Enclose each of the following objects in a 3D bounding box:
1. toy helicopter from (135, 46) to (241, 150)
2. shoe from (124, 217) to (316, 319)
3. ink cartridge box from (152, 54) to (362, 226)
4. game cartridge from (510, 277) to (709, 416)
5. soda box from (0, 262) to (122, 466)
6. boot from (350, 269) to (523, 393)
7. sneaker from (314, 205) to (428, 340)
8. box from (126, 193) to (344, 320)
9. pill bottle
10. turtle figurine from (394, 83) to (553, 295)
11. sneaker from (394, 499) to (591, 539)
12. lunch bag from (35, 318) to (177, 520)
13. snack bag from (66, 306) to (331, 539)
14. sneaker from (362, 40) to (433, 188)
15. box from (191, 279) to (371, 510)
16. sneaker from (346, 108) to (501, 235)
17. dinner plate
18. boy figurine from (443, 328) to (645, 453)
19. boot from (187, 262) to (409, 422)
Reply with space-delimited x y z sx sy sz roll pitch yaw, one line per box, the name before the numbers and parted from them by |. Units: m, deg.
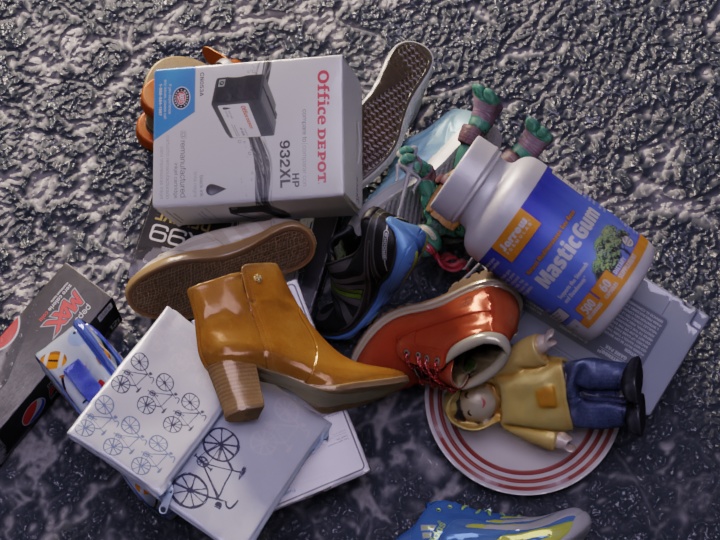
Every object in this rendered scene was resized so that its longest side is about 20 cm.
toy helicopter | -0.140 -0.172 1.682 0.198 0.079 0.133 25 60 1
shoe | -0.140 -0.004 1.558 0.198 0.071 0.053 -18 26 -2
ink cartridge box | -0.102 -0.129 1.556 0.197 0.084 0.147 -3 78 11
game cartridge | 0.225 0.050 1.532 0.199 0.040 0.134 33 90 11
soda box | -0.332 0.095 1.566 0.070 0.063 0.201 33 71 15
boot | 0.067 0.082 1.501 0.199 0.075 0.108 -30 31 27
sneaker | 0.000 0.000 1.530 0.082 0.200 0.071 38 53 2
box | -0.126 -0.033 1.621 0.197 0.050 0.159 14 68 7
pill bottle | 0.167 -0.035 1.459 0.199 0.112 0.113 36 71 0
turtle figurine | 0.099 -0.079 1.559 0.149 0.101 0.201 36 85 -2
sneaker | 0.116 0.250 1.477 0.198 0.076 0.106 -25 67 -8
lunch bag | -0.223 0.145 1.486 0.075 0.161 0.200 -39 71 -9
snack bag | -0.141 0.146 1.416 0.199 0.021 0.189 36 45 0
sneaker | 0.018 -0.144 1.643 0.072 0.085 0.201 31 66 10
box | -0.079 0.125 1.517 0.115 0.060 0.202 -22 84 -8
sneaker | 0.056 -0.095 1.643 0.199 0.074 0.082 -38 40 -8
dinner plate | 0.163 0.130 1.556 0.197 0.024 0.203 0 66 1
boy figurine | 0.173 0.116 1.494 0.197 0.064 0.126 -1 110 16
boot | -0.058 0.060 1.464 0.199 0.071 0.146 -5 67 -25
